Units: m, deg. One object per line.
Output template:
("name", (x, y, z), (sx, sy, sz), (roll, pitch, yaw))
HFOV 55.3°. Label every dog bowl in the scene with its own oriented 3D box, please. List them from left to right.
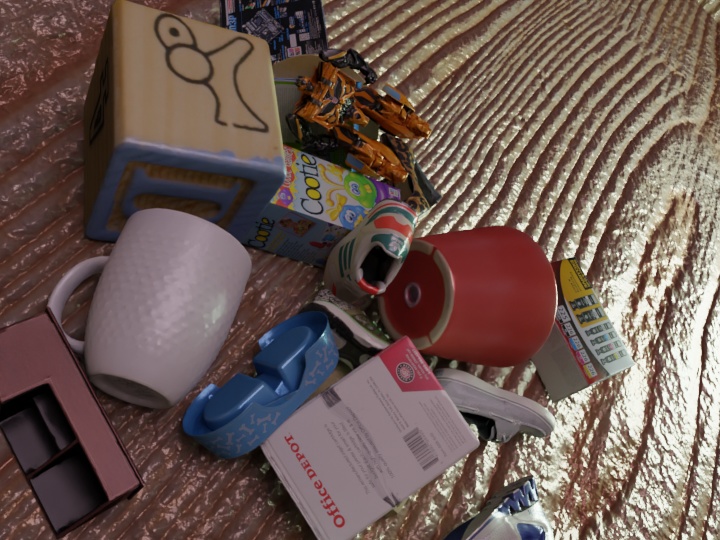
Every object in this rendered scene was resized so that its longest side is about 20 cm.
("dog bowl", (-0.104, 0.127, 0.766), (0.200, 0.111, 0.050), (-42, 115, -27))

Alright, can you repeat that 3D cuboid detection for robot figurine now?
("robot figurine", (-0.002, -0.203, 0.917), (0.199, 0.058, 0.146), (25, 95, -36))

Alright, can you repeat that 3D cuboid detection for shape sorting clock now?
("shape sorting clock", (-0.070, -0.198, 0.962), (0.199, 0.201, 0.039), (24, 16, -20))

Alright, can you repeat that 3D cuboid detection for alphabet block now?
("alphabet block", (-0.216, -0.159, 0.818), (0.194, 0.196, 0.201), (7, 59, -31))

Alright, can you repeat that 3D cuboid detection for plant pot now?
("plant pot", (0.131, 0.033, 0.923), (0.176, 0.200, 0.202), (2, 62, -39))

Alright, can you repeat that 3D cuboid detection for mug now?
("mug", (-0.236, 0.043, 0.734), (0.198, 0.148, 0.176), (10, 60, 8))

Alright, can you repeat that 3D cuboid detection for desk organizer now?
("desk organizer", (-0.297, 0.147, 0.664), (0.077, 0.072, 0.201), (-25, 79, -38))

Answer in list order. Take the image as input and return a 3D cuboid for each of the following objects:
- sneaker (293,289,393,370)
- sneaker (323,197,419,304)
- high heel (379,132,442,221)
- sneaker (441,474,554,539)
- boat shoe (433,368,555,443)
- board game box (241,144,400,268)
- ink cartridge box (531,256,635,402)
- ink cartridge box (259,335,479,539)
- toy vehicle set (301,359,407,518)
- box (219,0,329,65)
("sneaker", (0.012, 0.087, 0.875), (0.200, 0.077, 0.089), (39, 31, -14))
("sneaker", (0.001, 0.000, 0.860), (0.070, 0.200, 0.094), (29, 46, -13))
("high heel", (0.048, -0.134, 1.053), (0.143, 0.071, 0.200), (52, 32, -5))
("sneaker", (0.185, 0.350, 0.854), (0.199, 0.081, 0.116), (-21, 73, -41))
("boat shoe", (0.180, 0.203, 0.955), (0.200, 0.070, 0.072), (25, 62, -14))
("board game box", (-0.055, -0.077, 0.936), (0.199, 0.105, 0.104), (17, 54, -25))
("ink cartridge box", (0.344, 0.087, 1.115), (0.175, 0.084, 0.201), (-12, 70, -38))
("ink cartridge box", (0.007, 0.190, 0.769), (0.199, 0.085, 0.146), (-33, 82, -8))
("toy vehicle set", (0.004, 0.191, 0.865), (0.200, 0.027, 0.124), (47, 48, 0))
("box", (-0.127, -0.343, 1.023), (0.158, 0.046, 0.201), (-10, 58, 1))
